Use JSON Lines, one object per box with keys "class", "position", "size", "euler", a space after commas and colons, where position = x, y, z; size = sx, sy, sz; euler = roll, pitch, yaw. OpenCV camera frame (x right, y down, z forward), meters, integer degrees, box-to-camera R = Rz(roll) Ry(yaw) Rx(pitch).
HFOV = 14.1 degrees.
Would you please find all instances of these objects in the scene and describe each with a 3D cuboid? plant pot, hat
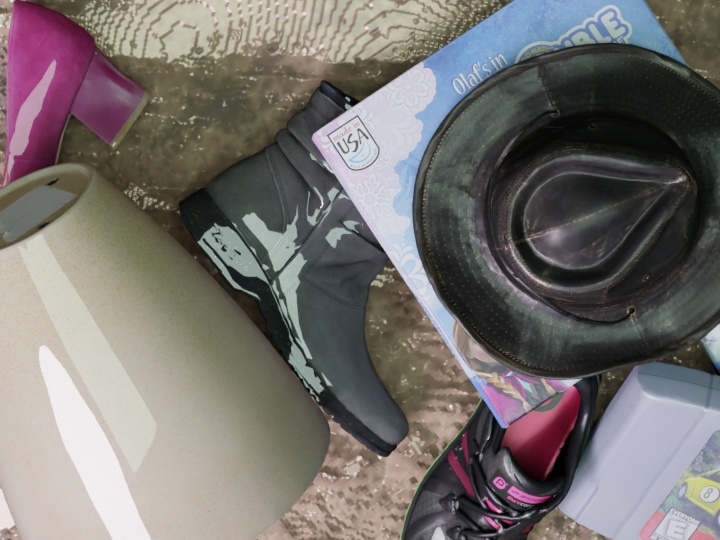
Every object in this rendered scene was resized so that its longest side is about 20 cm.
{"class": "plant pot", "position": [-0.141, 0.047, 1.613], "size": [0.187, 0.187, 0.200], "euler": [-25, 114, 4]}
{"class": "hat", "position": [0.130, -0.036, 1.583], "size": [0.200, 0.081, 0.201], "euler": [0, 87, -2]}

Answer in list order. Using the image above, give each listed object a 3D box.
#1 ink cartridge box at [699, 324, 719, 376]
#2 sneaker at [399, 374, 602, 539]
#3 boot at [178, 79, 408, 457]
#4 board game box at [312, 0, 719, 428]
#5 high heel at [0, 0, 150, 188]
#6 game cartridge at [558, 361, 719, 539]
{"class": "ink cartridge box", "position": [0.278, -0.016, 1.700], "size": [0.200, 0.043, 0.199], "euler": [-29, 99, 4]}
{"class": "sneaker", "position": [0.079, 0.125, 1.704], "size": [0.077, 0.084, 0.201], "euler": [23, 100, -4]}
{"class": "boot", "position": [0.000, 0.000, 1.690], "size": [0.131, 0.070, 0.200], "euler": [-36, 103, 1]}
{"class": "board game box", "position": [0.109, -0.048, 1.646], "size": [0.200, 0.043, 0.199], "euler": [-34, 88, -3]}
{"class": "high heel", "position": [-0.213, -0.053, 1.670], "size": [0.096, 0.067, 0.200], "euler": [36, 94, -17]}
{"class": "game cartridge", "position": [0.228, 0.132, 1.702], "size": [0.199, 0.041, 0.133], "euler": [25, 127, -5]}
